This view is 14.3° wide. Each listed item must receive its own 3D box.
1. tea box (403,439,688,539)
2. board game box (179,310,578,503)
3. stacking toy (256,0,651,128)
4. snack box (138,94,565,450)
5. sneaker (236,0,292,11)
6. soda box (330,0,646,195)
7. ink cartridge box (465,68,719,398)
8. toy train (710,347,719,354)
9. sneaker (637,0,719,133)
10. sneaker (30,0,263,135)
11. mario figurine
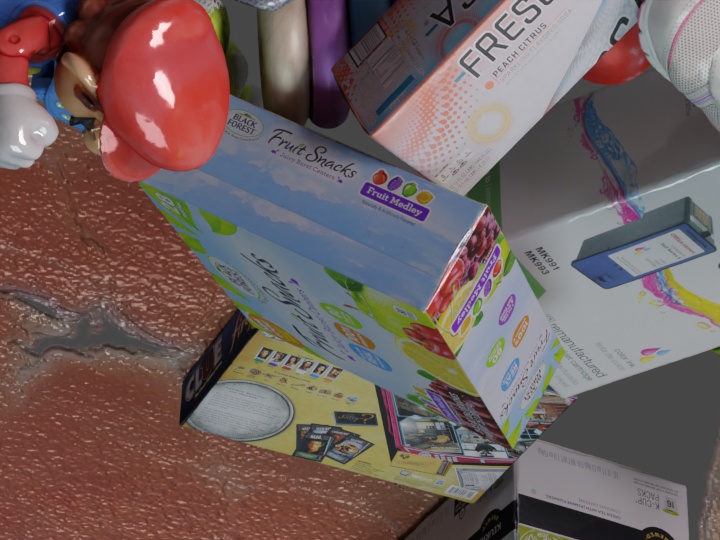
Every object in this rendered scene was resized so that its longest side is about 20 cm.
[{"bbox_3d":[0.104,0.246,1.816,0.133,0.197,0.200,17,140,-22],"label":"tea box"},{"bbox_3d":[0.010,0.071,1.713,0.200,0.035,0.136,16,141,-21],"label":"board game box"},{"bbox_3d":[0.050,-0.115,1.428,0.200,0.086,0.085,-4,145,-5],"label":"stacking toy"},{"bbox_3d":[0.000,0.000,1.438,0.168,0.068,0.200,25,165,23],"label":"snack box"},{"bbox_3d":[-0.094,-0.181,1.300,0.200,0.096,0.079,26,105,-37],"label":"sneaker"},{"bbox_3d":[0.082,-0.131,1.342,0.200,0.064,0.068,-45,129,14],"label":"soda box"},{"bbox_3d":[0.157,-0.027,1.531,0.200,0.088,0.145,-21,138,24],"label":"ink cartridge box"},{"bbox_3d":[0.245,0.057,1.657,0.116,0.085,0.200,31,136,-20],"label":"toy train"},{"bbox_3d":[0.208,-0.080,1.352,0.081,0.088,0.200,-45,129,9],"label":"sneaker"},{"bbox_3d":[-0.108,-0.085,1.485,0.105,0.076,0.200,12,147,16],"label":"sneaker"},{"bbox_3d":[-0.145,-0.102,1.337,0.200,0.123,0.106,38,171,24],"label":"mario figurine"}]
